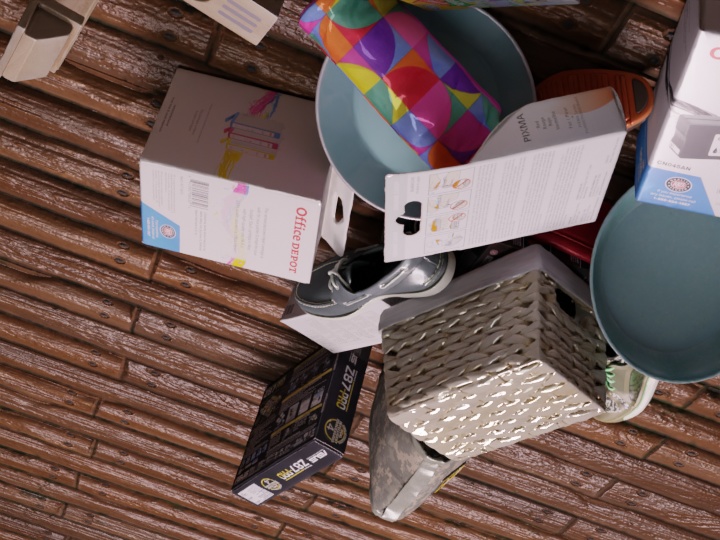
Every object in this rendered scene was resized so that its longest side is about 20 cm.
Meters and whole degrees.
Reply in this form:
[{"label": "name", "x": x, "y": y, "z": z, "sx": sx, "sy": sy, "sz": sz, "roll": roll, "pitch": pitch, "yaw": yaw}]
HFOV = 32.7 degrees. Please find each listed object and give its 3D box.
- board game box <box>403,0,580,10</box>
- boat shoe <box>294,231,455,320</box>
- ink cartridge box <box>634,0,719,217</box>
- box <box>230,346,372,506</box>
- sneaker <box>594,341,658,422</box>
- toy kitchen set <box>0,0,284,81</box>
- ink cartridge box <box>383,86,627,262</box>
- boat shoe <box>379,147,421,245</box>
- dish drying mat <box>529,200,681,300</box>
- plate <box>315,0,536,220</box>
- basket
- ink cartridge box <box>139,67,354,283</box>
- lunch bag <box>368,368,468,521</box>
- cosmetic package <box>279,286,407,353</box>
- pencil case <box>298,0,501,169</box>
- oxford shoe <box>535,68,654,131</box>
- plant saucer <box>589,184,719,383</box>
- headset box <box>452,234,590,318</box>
[{"label": "board game box", "x": 0.078, "y": -0.227, "z": 0.921, "sx": 0.133, "sy": 0.035, "sz": 0.200, "roll": 3, "pitch": -175, "yaw": 23}, {"label": "boat shoe", "x": 0.000, "y": 0.000, "z": 1.216, "sx": 0.198, "sy": 0.074, "sz": 0.062, "roll": -12, "pitch": 151, "yaw": 40}, {"label": "ink cartridge box", "x": 0.323, "y": -0.139, "z": 1.024, "sx": 0.143, "sy": 0.085, "sz": 0.201, "roll": 11, "pitch": 142, "yaw": 3}, {"label": "box", "x": -0.073, "y": 0.181, "z": 1.490, "sx": 0.049, "sy": 0.163, "sz": 0.200, "roll": 30, "pitch": 139, "yaw": -20}, {"label": "sneaker", "x": 0.282, "y": 0.092, "z": 1.324, "sx": 0.087, "sy": 0.078, "sz": 0.201, "roll": 7, "pitch": 138, "yaw": -20}, {"label": "toy kitchen set", "x": -0.192, "y": -0.203, "z": 1.045, "sx": 0.179, "sy": 0.165, "sz": 0.200, "roll": 29, "pitch": 141, "yaw": -19}, {"label": "ink cartridge box", "x": 0.113, "y": -0.076, "z": 1.034, "sx": 0.197, "sy": 0.051, "sz": 0.163, "roll": -9, "pitch": 155, "yaw": -3}, {"label": "boat shoe", "x": 0.058, "y": -0.067, "z": 1.208, "sx": 0.061, "sy": 0.076, "sz": 0.201, "roll": 13, "pitch": 144, "yaw": 3}, {"label": "dish drying mat", "x": 0.228, "y": -0.040, "z": 1.185, "sx": 0.198, "sy": 0.077, "sz": 0.018, "roll": 23, "pitch": 143, "yaw": -11}, {"label": "plate", "x": 0.058, "y": -0.145, "z": 1.092, "sx": 0.197, "sy": 0.026, "sz": 0.203, "roll": 3, "pitch": 107, "yaw": 8}, {"label": "basket", "x": 0.129, "y": 0.086, "z": 1.185, "sx": 0.199, "sy": 0.125, "sz": 0.135, "roll": -25, "pitch": 136, "yaw": 33}, {"label": "ink cartridge box", "x": -0.101, "y": -0.088, "z": 1.191, "sx": 0.197, "sy": 0.126, "sz": 0.129, "roll": 14, "pitch": 143, "yaw": 0}, {"label": "lunch bag", "x": 0.078, "y": 0.176, "z": 1.404, "sx": 0.116, "sy": 0.202, "sz": 0.164, "roll": 21, "pitch": 141, "yaw": -9}, {"label": "cosmetic package", "x": -0.002, "y": 0.041, "z": 1.344, "sx": 0.082, "sy": 0.051, "sz": 0.199, "roll": 34, "pitch": 154, "yaw": -23}, {"label": "pencil case", "x": 0.035, "y": -0.172, "z": 1.032, "sx": 0.200, "sy": 0.089, "sz": 0.088, "roll": 48, "pitch": 135, "yaw": -8}, {"label": "oxford shoe", "x": 0.178, "y": -0.129, "z": 1.115, "sx": 0.198, "sy": 0.072, "sz": 0.073, "roll": -12, "pitch": 158, "yaw": 32}, {"label": "plant saucer", "x": 0.300, "y": 0.004, "z": 1.159, "sx": 0.198, "sy": 0.202, "sz": 0.036, "roll": 25, "pitch": 177, "yaw": -14}, {"label": "headset box", "x": 0.188, "y": 0.009, "z": 1.243, "sx": 0.198, "sy": 0.076, "sz": 0.149, "roll": 16, "pitch": 142, "yaw": -17}]
